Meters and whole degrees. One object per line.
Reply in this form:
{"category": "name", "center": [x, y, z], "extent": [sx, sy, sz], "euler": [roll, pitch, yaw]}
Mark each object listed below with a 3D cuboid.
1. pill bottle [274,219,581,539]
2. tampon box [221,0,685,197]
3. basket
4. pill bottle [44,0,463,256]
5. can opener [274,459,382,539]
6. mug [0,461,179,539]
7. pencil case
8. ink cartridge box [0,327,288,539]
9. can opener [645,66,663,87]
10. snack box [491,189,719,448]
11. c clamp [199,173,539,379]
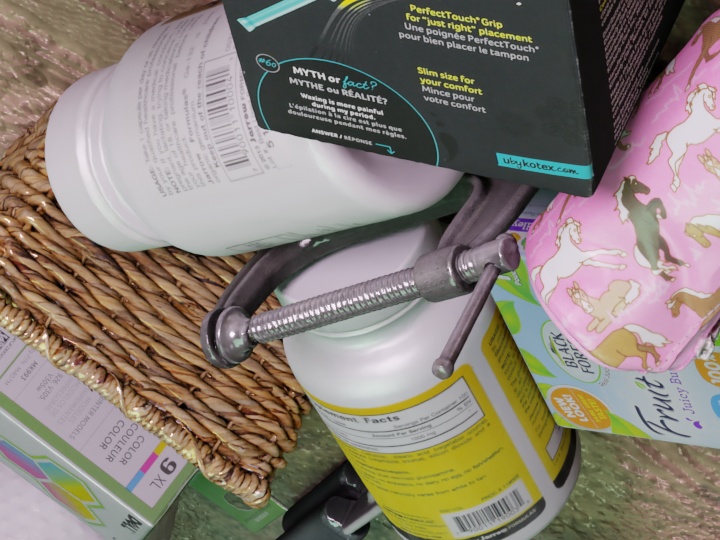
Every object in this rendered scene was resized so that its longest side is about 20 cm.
{"category": "pill bottle", "center": [0.030, 0.047, 1.233], "extent": [0.112, 0.113, 0.200], "euler": [5, 143, 32]}
{"category": "tampon box", "center": [0.032, -0.149, 0.918], "extent": [0.149, 0.127, 0.200], "euler": [14, 147, 21]}
{"category": "basket", "center": [-0.125, 0.028, 1.289], "extent": [0.200, 0.149, 0.143], "euler": [36, 148, -17]}
{"category": "pill bottle", "center": [-0.051, -0.067, 1.120], "extent": [0.200, 0.115, 0.114], "euler": [-12, 132, 47]}
{"category": "can opener", "center": [0.007, 0.148, 1.464], "extent": [0.067, 0.053, 0.200], "euler": [32, 150, -7]}
{"category": "mug", "center": [-0.203, 0.138, 1.484], "extent": [0.147, 0.176, 0.200], "euler": [-5, 138, 45]}
{"category": "pencil case", "center": [0.150, -0.047, 0.964], "extent": [0.086, 0.083, 0.200], "euler": [23, 127, -22]}
{"category": "ink cartridge box", "center": [-0.145, 0.104, 1.387], "extent": [0.200, 0.059, 0.104], "euler": [37, 160, -2]}
{"category": "can opener", "center": [0.164, -0.054, 1.042], "extent": [0.199, 0.079, 0.063], "euler": [22, -172, 15]}
{"category": "snack box", "center": [0.168, 0.027, 1.153], "extent": [0.199, 0.053, 0.142], "euler": [7, 143, 31]}
{"category": "c clamp", "center": [0.000, 0.000, 1.073], "extent": [0.200, 0.171, 0.027], "euler": [-14, 118, 43]}
